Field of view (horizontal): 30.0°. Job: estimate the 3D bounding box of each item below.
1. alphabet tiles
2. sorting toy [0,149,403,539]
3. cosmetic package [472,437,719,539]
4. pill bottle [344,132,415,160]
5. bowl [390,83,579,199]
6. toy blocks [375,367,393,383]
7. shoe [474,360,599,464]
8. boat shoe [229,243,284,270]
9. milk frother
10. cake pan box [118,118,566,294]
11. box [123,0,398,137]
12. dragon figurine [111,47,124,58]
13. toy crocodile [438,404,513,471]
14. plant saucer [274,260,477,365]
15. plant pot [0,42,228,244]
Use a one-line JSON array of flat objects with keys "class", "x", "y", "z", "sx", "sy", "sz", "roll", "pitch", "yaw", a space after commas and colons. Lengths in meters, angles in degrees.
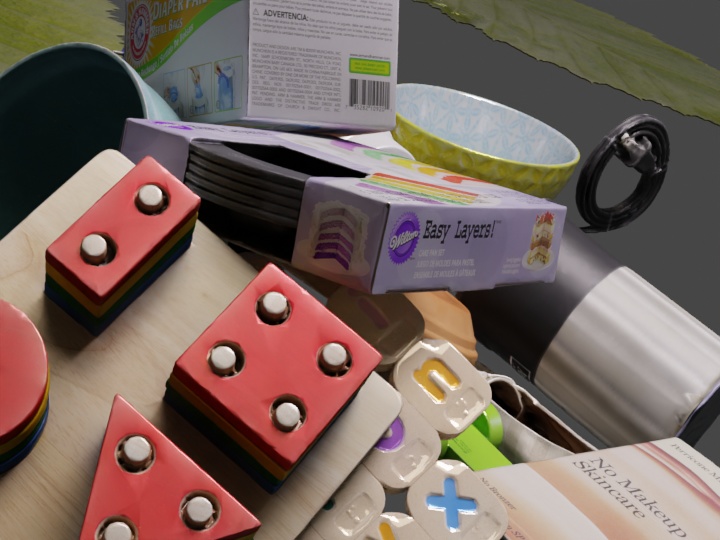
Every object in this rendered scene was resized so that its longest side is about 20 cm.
[{"class": "alphabet tiles", "x": -0.030, "y": 0.092, "z": 0.662, "sx": 0.196, "sy": 0.015, "sz": 0.200, "roll": 45, "pitch": 66, "yaw": 10}, {"class": "sorting toy", "x": -0.107, "y": 0.058, "z": 0.607, "sx": 0.200, "sy": 0.070, "sz": 0.199, "roll": 40, "pitch": 62, "yaw": 6}, {"class": "cosmetic package", "x": 0.133, "y": 0.163, "z": 0.744, "sx": 0.199, "sy": 0.088, "sz": 0.103, "roll": -3, "pitch": 29, "yaw": -41}, {"class": "pill bottle", "x": -0.036, "y": -0.112, "z": 1.231, "sx": 0.109, "sy": 0.111, "sz": 0.200, "roll": 0, "pitch": 27, "yaw": -36}, {"class": "bowl", "x": 0.100, "y": -0.093, "z": 1.293, "sx": 0.198, "sy": 0.109, "sz": 0.201, "roll": 16, "pitch": 22, "yaw": -6}, {"class": "toy blocks", "x": -0.070, "y": 0.082, "z": 0.744, "sx": 0.198, "sy": 0.101, "sz": 0.137, "roll": 10, "pitch": -19, "yaw": -12}, {"class": "shoe", "x": 0.108, "y": 0.104, "z": 0.909, "sx": 0.069, "sy": 0.054, "sz": 0.200, "roll": 2, "pitch": 27, "yaw": -33}, {"class": "boat shoe", "x": -0.096, "y": -0.019, "z": 1.018, "sx": 0.072, "sy": 0.073, "sz": 0.200, "roll": 4, "pitch": 26, "yaw": -30}, {"class": "milk frother", "x": 0.204, "y": 0.014, "z": 0.971, "sx": 0.188, "sy": 0.201, "sz": 0.180, "roll": 39, "pitch": 19, "yaw": 20}, {"class": "cake pan box", "x": -0.010, "y": -0.037, "z": 0.741, "sx": 0.183, "sy": 0.053, "sz": 0.199, "roll": 18, "pitch": 12, "yaw": 35}, {"class": "box", "x": -0.073, "y": -0.141, "z": 0.897, "sx": 0.111, "sy": 0.103, "sz": 0.199, "roll": 1, "pitch": 1, "yaw": -31}, {"class": "dragon figurine", "x": -0.161, "y": -0.111, "z": 1.035, "sx": 0.100, "sy": 0.059, "sz": 0.201, "roll": 48, "pitch": 11, "yaw": -31}, {"class": "toy crocodile", "x": 0.028, "y": 0.094, "z": 0.879, "sx": 0.067, "sy": 0.062, "sz": 0.200, "roll": -7, "pitch": 37, "yaw": -47}, {"class": "plant saucer", "x": 0.000, "y": 0.000, "z": 0.910, "sx": 0.199, "sy": 0.038, "sz": 0.200, "roll": 34, "pitch": 5, "yaw": -3}, {"class": "plant pot", "x": -0.168, "y": -0.024, "z": 0.856, "sx": 0.200, "sy": 0.201, "sz": 0.134, "roll": 37, "pitch": 3, "yaw": 40}]
